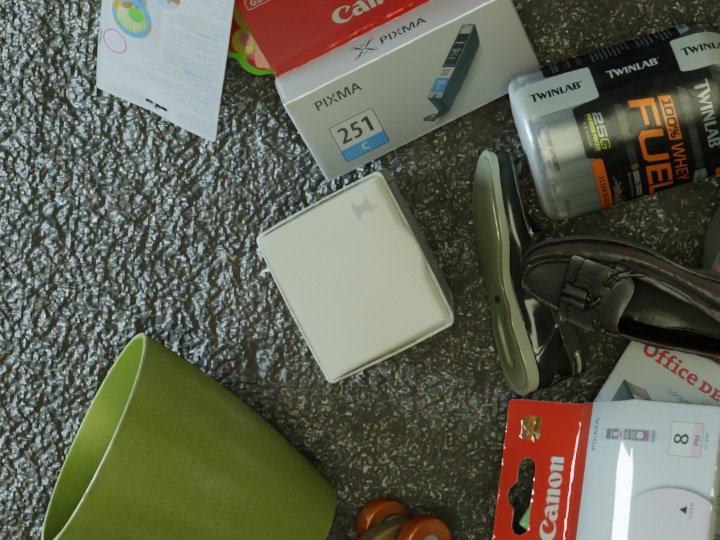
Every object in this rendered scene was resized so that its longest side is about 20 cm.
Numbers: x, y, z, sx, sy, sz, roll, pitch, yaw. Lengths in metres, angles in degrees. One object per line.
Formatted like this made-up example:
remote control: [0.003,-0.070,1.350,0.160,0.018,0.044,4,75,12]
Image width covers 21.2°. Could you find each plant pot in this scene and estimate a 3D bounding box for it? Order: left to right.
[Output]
plant pot: [-0.127,0.176,1.555,0.199,0.187,0.188,26,95,-14]

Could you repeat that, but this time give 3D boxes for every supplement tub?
supplement tub: [0.226,-0.123,1.524,0.199,0.123,0.123,-17,93,4]

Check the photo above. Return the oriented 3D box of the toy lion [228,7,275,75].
toy lion: [-0.091,-0.245,1.568,0.199,0.069,0.192,-12,103,8]

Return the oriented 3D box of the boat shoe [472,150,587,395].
boat shoe: [0.136,-0.003,1.572,0.067,0.072,0.201,-14,92,-14]

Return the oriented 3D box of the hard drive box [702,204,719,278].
hard drive box: [0.385,-0.026,1.495,0.199,0.156,0.077,14,51,-2]

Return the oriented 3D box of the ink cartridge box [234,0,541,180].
ink cartridge box: [0.024,-0.184,1.524,0.199,0.045,0.176,-27,131,5]

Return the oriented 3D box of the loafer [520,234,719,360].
loafer: [0.219,0.024,1.489,0.199,0.063,0.072,13,123,8]

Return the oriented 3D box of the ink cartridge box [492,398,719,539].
ink cartridge box: [0.187,0.180,1.486,0.199,0.057,0.163,3,79,28]

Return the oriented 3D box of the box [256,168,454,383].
box: [0.000,0.000,1.508,0.109,0.200,0.128,-27,92,4]

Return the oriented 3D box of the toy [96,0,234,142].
toy: [-0.146,-0.207,1.528,0.115,0.047,0.200,26,140,13]

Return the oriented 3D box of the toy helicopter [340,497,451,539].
toy helicopter: [-0.004,0.284,1.562,0.200,0.079,0.133,-29,112,-27]

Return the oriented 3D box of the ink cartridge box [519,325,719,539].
ink cartridge box: [0.244,0.162,1.535,0.145,0.087,0.200,35,95,33]
